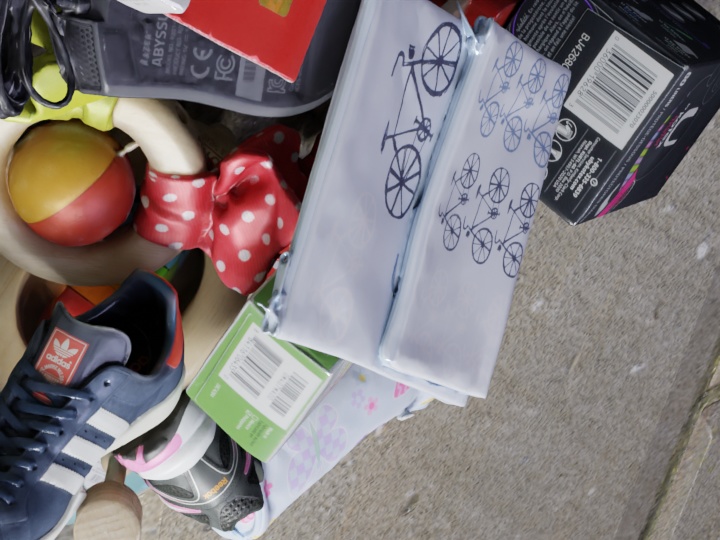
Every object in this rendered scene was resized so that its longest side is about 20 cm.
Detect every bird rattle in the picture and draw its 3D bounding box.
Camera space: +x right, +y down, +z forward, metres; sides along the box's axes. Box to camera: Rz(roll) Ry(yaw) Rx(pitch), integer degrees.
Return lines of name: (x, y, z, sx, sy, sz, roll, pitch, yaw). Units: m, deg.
bird rattle: (-0.123, -0.056, 1.158, 0.162, 0.113, 0.200, -27, 128, 23)

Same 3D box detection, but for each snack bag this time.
snack bag: (0.034, -0.039, 1.128, 0.200, 0.021, 0.190, 24, 82, -56)

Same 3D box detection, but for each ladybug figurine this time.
ladybug figurine: (-0.132, 0.004, 1.240, 0.200, 0.136, 0.072, -50, -179, -5)

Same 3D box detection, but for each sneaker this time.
sneaker: (-0.099, 0.105, 1.308, 0.080, 0.086, 0.200, -41, -169, 4)
sneaker: (-0.154, 0.068, 1.107, 0.200, 0.075, 0.085, -49, 159, -45)

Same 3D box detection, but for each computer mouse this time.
computer mouse: (-0.089, -0.128, 1.050, 0.199, 0.053, 0.140, 8, 99, -31)

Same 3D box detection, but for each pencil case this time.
pencil case: (-0.031, 0.091, 1.475, 0.200, 0.083, 0.091, -35, 130, -36)

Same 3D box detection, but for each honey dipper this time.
honey dipper: (-0.144, 0.129, 1.314, 0.038, 0.038, 0.200, -44, -172, 1)

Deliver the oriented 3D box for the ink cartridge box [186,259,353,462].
ink cartridge box: (0.000, 0.000, 1.207, 0.200, 0.059, 0.104, -48, 177, -37)

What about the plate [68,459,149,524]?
plate: (-0.145, 0.094, 1.428, 0.199, 0.026, 0.201, -32, 149, -22)

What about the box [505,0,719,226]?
box: (0.154, -0.113, 1.404, 0.123, 0.106, 0.200, -55, 167, 20)

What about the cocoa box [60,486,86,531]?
cocoa box: (-0.271, 0.114, 1.185, 0.132, 0.133, 0.200, -52, 150, 13)

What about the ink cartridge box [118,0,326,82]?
ink cartridge box: (-0.054, -0.206, 0.997, 0.175, 0.045, 0.201, 24, 84, -31)

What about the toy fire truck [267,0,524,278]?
toy fire truck: (0.010, -0.089, 1.316, 0.200, 0.049, 0.141, -41, 164, -45)
